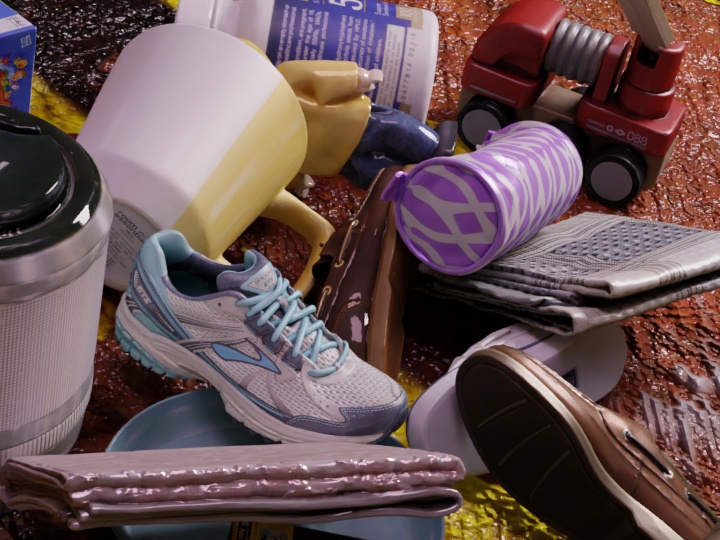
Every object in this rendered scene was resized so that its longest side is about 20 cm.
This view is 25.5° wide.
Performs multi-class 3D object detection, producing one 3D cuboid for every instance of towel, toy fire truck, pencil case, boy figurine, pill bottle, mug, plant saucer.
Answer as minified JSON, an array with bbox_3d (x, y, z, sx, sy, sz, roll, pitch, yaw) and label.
[{"bbox_3d":[0.156,-0.007,1.110,0.200,0.035,0.192,-16,19,-33],"label":"towel"},{"bbox_3d":[0.175,-0.168,1.252,0.176,0.200,0.129,24,37,13],"label":"toy fire truck"},{"bbox_3d":[0.091,-0.057,1.103,0.085,0.084,0.200,39,23,10],"label":"pencil case"},{"bbox_3d":[-0.034,-0.106,1.163,0.199,0.125,0.065,21,39,-8],"label":"boy figurine"},{"bbox_3d":[-0.071,0.108,0.806,0.199,0.032,0.191,1,-4,-21],"label":"towel"},{"bbox_3d":[-0.047,-0.160,1.239,0.199,0.120,0.120,9,36,-6],"label":"pill bottle"},{"bbox_3d":[-0.115,-0.060,1.072,0.186,0.150,0.153,15,44,13],"label":"mug"},{"bbox_3d":[-0.051,0.137,0.912,0.199,0.027,0.200,9,31,-6],"label":"plant saucer"}]

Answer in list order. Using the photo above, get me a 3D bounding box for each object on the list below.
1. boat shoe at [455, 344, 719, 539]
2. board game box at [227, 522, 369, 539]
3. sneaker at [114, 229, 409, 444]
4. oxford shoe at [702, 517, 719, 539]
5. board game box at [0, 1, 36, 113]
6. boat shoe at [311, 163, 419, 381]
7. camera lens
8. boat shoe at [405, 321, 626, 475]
[{"bbox_3d":[0.138,0.118,0.946,0.200,0.072,0.068,49,44,0],"label":"boat shoe"},{"bbox_3d":[0.018,0.234,0.767,0.199,0.062,0.200,13,48,-7],"label":"board game box"},{"bbox_3d":[-0.061,0.040,0.955,0.200,0.087,0.078,23,31,17],"label":"sneaker"},{"bbox_3d":[0.156,0.178,0.852,0.075,0.071,0.200,41,61,15],"label":"oxford shoe"},{"bbox_3d":[-0.271,-0.093,1.010,0.134,0.200,0.045,37,42,28],"label":"board game box"},{"bbox_3d":[0.000,0.000,1.070,0.070,0.071,0.200,-1,42,15],"label":"boat shoe"},{"bbox_3d":[-0.224,0.019,0.877,0.159,0.200,0.160,9,36,-7],"label":"camera lens"},{"bbox_3d":[0.090,0.077,1.023,0.065,0.074,0.200,9,17,44],"label":"boat shoe"}]
